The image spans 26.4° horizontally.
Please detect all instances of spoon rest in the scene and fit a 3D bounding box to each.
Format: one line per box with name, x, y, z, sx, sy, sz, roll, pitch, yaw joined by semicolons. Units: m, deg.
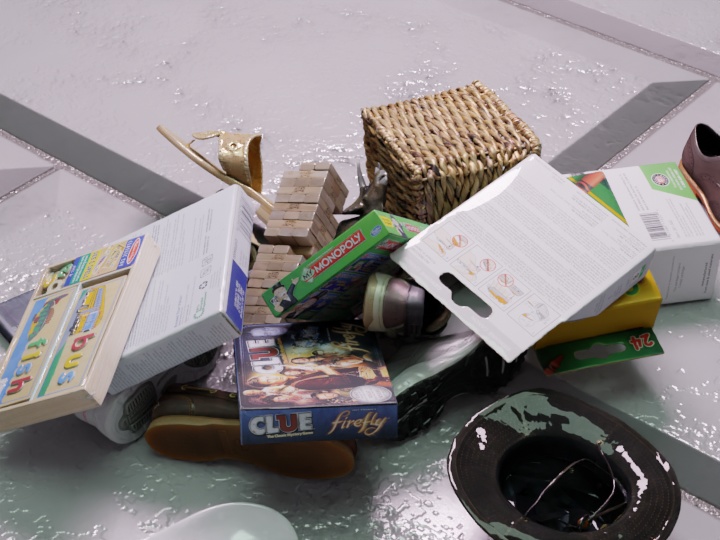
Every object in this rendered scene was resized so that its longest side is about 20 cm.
spoon rest;-0.147;0.247;1.280;0.200;0.061;0.099;-18;41;-20

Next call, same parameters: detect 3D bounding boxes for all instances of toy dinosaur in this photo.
toy dinosaur;-0.026;-0.014;1.617;0.200;0.077;0.102;-41;41;1

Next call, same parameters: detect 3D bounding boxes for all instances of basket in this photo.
basket;0.101;-0.097;1.648;0.149;0.143;0.200;-14;30;-13

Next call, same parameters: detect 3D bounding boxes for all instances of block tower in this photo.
block tower;-0.069;-0.012;1.554;0.054;0.058;0.200;2;58;27

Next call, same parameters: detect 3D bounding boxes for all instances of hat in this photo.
hat;0.171;0.200;1.326;0.200;0.081;0.201;2;46;-2

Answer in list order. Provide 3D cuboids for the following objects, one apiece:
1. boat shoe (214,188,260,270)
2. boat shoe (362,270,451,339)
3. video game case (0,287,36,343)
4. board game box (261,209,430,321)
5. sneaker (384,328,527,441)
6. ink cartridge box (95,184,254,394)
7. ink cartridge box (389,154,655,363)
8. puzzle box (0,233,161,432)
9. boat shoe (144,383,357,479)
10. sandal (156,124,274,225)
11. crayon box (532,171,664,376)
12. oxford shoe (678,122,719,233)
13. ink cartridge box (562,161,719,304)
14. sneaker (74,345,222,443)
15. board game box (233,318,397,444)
boat shoe;-0.145;-0.020;1.615;0.074;0.076;0.200;27;25;-6
boat shoe;0.056;0.035;1.466;0.065;0.072;0.200;11;0;17
video game case;-0.262;0.043;1.578;0.200;0.019;0.143;-24;44;-29
board game box;0.000;0.000;1.469;0.134;0.200;0.029;-37;76;13
sneaker;0.081;0.088;1.476;0.200;0.074;0.079;-24;38;-27
ink cartridge box;-0.196;0.025;1.452;0.200;0.043;0.197;-25;35;20
ink cartridge box;0.150;-0.006;1.429;0.200;0.050;0.161;-36;63;-25
puzzle box;-0.267;0.057;1.418;0.133;0.025;0.200;-16;38;27
boat shoe;-0.096;0.140;1.408;0.199;0.071;0.070;9;43;12
sandal;-0.121;-0.114;1.669;0.212;0.070;0.078;40;5;12
crayon box;0.208;0.000;1.489;0.127;0.051;0.200;-11;54;-12
oxford shoe;0.418;-0.091;1.701;0.071;0.073;0.200;-16;41;-21
ink cartridge box;0.258;-0.033;1.616;0.199;0.084;0.146;-7;40;-7
sneaker;-0.210;0.078;1.487;0.099;0.078;0.200;19;41;28
board game box;-0.045;0.097;1.383;0.135;0.035;0.200;-3;19;-6
